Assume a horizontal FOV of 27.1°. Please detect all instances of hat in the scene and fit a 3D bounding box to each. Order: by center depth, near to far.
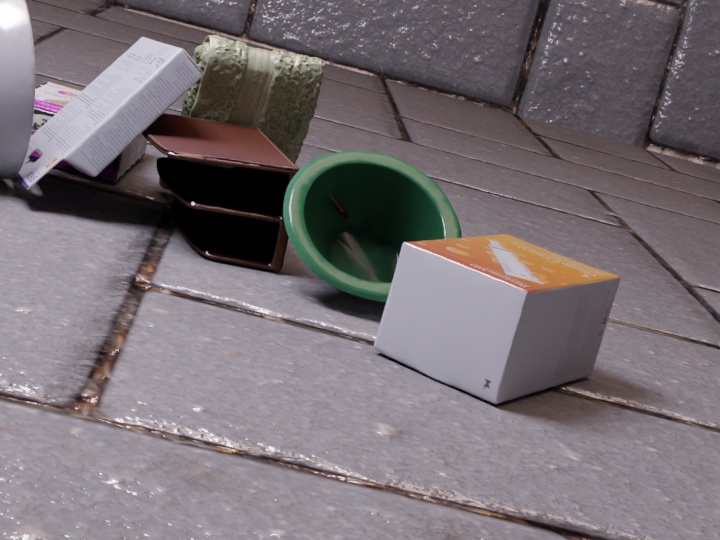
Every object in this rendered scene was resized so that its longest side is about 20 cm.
[{"bbox_3d":[0.000,0.000,1.455,0.198,0.176,0.167,6,57,-17],"label":"hat"}]

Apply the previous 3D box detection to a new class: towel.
[{"bbox_3d":[-0.125,-0.152,1.598,0.147,0.201,0.037,9,36,-19],"label":"towel"}]

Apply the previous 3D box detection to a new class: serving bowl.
[{"bbox_3d":[-0.375,-0.189,1.453,0.065,0.202,0.200,-2,20,-28],"label":"serving bowl"}]

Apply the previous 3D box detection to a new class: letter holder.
[{"bbox_3d":[-0.155,-0.084,1.477,0.141,0.102,0.200,9,14,-19],"label":"letter holder"}]

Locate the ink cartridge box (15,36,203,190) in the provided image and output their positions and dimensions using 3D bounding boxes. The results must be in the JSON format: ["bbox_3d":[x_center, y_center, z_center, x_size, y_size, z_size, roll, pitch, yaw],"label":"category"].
[{"bbox_3d":[-0.259,-0.150,1.495,0.043,0.200,0.196,48,-6,-22],"label":"ink cartridge box"}]

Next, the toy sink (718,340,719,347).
[{"bbox_3d":[0.474,0.024,1.693,0.111,0.132,0.200,18,14,14],"label":"toy sink"}]

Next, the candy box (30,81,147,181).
[{"bbox_3d":[-0.317,-0.160,1.692,0.135,0.062,0.200,14,12,-3],"label":"candy box"}]

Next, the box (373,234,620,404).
[{"bbox_3d":[0.121,0.036,1.289,0.123,0.099,0.199,22,15,28],"label":"box"}]
